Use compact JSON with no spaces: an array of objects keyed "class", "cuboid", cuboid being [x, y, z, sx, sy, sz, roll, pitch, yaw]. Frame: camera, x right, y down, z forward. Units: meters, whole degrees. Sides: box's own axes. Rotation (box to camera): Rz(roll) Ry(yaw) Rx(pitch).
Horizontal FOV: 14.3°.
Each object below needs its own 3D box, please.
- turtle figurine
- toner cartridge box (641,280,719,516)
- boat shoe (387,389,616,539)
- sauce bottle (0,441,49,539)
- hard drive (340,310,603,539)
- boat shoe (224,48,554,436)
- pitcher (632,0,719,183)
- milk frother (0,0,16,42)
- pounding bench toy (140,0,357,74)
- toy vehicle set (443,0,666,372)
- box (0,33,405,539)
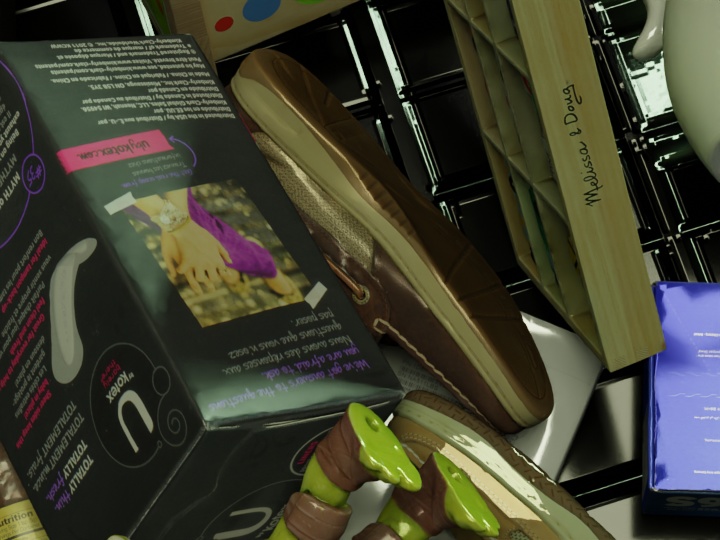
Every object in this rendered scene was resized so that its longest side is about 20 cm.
[{"class":"turtle figurine","cuboid":[-0.024,0.133,1.128,0.161,0.064,0.200,-44,118,14]},{"class":"toner cartridge box","cuboid":[0.221,0.058,1.228,0.199,0.043,0.095,3,72,1]},{"class":"boat shoe","cuboid":[0.076,0.136,1.171,0.200,0.072,0.076,43,86,-2]},{"class":"sauce bottle","cuboid":[-0.138,0.110,1.201,0.066,0.066,0.201,-17,68,-6]},{"class":"hard drive","cuboid":[0.008,0.099,1.223,0.131,0.025,0.201,22,72,8]},{"class":"boat shoe","cuboid":[0.000,0.000,1.218,0.072,0.072,0.200,-44,82,17]},{"class":"pitcher","cuboid":[0.171,-0.130,1.267,0.171,0.121,0.201,-7,58,19]},{"class":"milk frother","cuboid":[-0.222,-0.128,1.163,0.180,0.189,0.200,-1,39,-8]},{"class":"pounding bench toy","cuboid":[-0.050,-0.212,1.278,0.155,0.124,0.200,-24,58,-9]},{"class":"toy vehicle set","cuboid":[0.071,-0.072,1.178,0.026,0.124,0.201,-20,114,-8]},{"class":"box","cuboid":[-0.090,0.015,1.170,0.106,0.122,0.200,-6,55,-40]}]
